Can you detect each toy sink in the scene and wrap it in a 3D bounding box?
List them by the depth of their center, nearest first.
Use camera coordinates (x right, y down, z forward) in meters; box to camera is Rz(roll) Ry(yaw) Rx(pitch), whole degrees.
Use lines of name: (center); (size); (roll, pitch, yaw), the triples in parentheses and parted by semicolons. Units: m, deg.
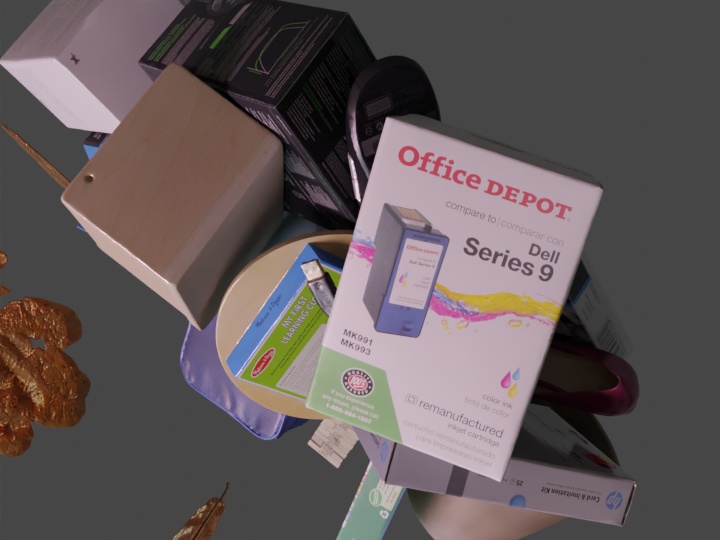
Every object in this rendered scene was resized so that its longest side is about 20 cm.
toy sink: (-0.141, -0.050, 0.678); (0.111, 0.131, 0.200); (35, 167, 4)

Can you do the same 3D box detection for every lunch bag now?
lunch bag: (-0.108, 0.105, 1.048); (0.198, 0.138, 0.132); (32, -155, 23)

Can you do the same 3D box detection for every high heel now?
high heel: (0.138, 0.078, 0.718); (0.197, 0.068, 0.096); (21, 172, 27)

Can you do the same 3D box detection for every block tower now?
block tower: (0.004, 0.160, 1.060); (0.054, 0.058, 0.201); (37, 124, 6)

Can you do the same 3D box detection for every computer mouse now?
computer mouse: (0.007, -0.049, 0.628); (0.046, 0.139, 0.203); (38, 154, 56)

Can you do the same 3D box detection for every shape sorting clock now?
shape sorting clock: (-0.024, 0.050, 0.716); (0.200, 0.198, 0.040); (48, -165, -37)

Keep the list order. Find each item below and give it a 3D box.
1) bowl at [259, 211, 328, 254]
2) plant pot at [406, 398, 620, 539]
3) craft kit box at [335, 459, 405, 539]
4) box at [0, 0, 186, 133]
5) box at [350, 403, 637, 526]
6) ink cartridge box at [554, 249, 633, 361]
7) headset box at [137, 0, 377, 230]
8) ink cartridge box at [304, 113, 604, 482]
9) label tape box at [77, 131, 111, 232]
bowl: (0.000, 0.000, 0.805); (0.200, 0.202, 0.105); (40, 134, -11)
plant pot: (0.143, 0.202, 0.892); (0.198, 0.174, 0.201); (34, -155, -18)
craft kit box: (0.042, 0.177, 0.860); (0.048, 0.198, 0.203); (26, 120, 9)
box: (-0.251, -0.213, 0.816); (0.098, 0.125, 0.199); (46, 163, -34)
box: (0.094, 0.135, 0.674); (0.196, 0.042, 0.156); (13, -171, -16)
ink cartridge box: (0.125, 0.002, 0.752); (0.198, 0.044, 0.198); (23, 161, 45)
headset box: (-0.065, -0.129, 0.699); (0.198, 0.093, 0.175); (24, 161, 41)
ink cartridge box: (0.061, 0.013, 0.564); (0.143, 0.204, 0.087); (19, -168, 8)
label tape box: (-0.207, -0.126, 0.825); (0.142, 0.201, 0.066); (16, 154, 52)
